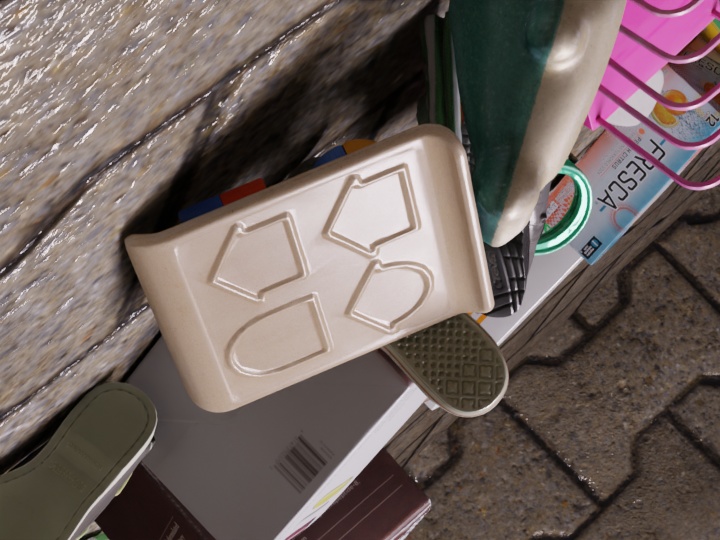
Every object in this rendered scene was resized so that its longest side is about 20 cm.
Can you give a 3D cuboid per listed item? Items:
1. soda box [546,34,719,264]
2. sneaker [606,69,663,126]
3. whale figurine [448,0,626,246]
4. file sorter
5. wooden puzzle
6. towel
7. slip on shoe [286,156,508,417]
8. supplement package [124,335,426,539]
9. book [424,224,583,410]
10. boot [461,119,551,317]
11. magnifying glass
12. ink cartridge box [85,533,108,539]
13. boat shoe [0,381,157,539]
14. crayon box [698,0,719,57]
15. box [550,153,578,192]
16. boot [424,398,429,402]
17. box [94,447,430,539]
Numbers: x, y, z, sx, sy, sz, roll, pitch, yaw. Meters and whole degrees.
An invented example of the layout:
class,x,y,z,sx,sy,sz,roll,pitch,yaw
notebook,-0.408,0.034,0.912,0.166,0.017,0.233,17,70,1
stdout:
class,x,y,z,sx,sy,sz,roll,pitch,yaw
soda box,0.226,-0.095,1.733,0.064,0.068,0.200,-42,174,-46
sneaker,0.140,-0.158,1.601,0.200,0.088,0.076,19,102,-54
whale figurine,0.092,-0.120,1.301,0.159,0.103,0.201,100,9,-76
file sorter,0.226,-0.175,1.489,0.139,0.125,0.200,-42,146,-14
wooden puzzle,-0.028,-0.006,1.289,0.199,0.047,0.186,-19,144,-2
towel,0.051,-0.070,1.429,0.023,0.154,0.200,-3,168,-1
slip on shoe,0.020,0.013,1.398,0.074,0.200,0.061,-41,174,-4
supplement package,-0.051,0.075,1.502,0.200,0.156,0.111,-50,170,30
book,0.088,0.005,1.886,0.200,0.134,0.048,-47,170,16
boot,0.106,-0.080,1.511,0.132,0.069,0.201,-65,169,-55
magnifying glass,0.109,-0.075,1.614,0.080,0.022,0.200,-43,133,5
ink cartridge box,-0.264,0.308,1.831,0.146,0.084,0.200,-46,171,10
boat shoe,-0.211,0.158,1.427,0.201,0.072,0.061,-42,167,-31
crayon box,0.266,-0.218,1.722,0.058,0.119,0.200,-45,171,-9
box,0.118,-0.095,1.745,0.068,0.082,0.200,-45,173,8
boot,0.000,0.000,1.632,0.154,0.202,0.073,10,171,-36
box,-0.084,0.180,1.675,0.164,0.200,0.166,-37,170,-28
